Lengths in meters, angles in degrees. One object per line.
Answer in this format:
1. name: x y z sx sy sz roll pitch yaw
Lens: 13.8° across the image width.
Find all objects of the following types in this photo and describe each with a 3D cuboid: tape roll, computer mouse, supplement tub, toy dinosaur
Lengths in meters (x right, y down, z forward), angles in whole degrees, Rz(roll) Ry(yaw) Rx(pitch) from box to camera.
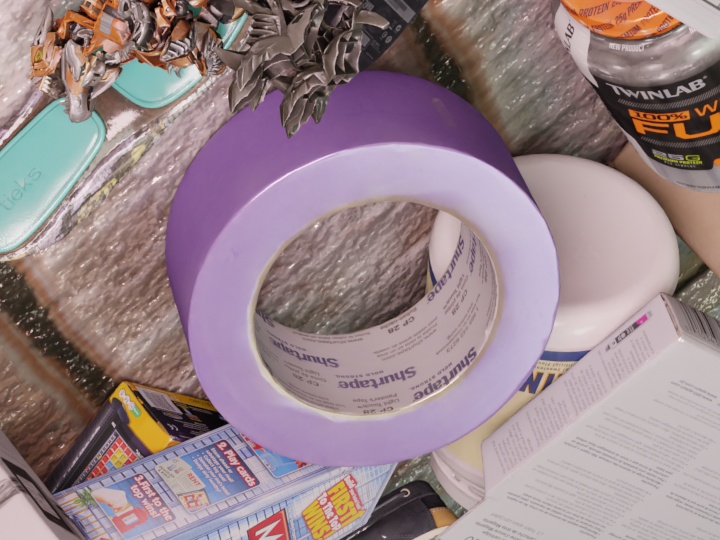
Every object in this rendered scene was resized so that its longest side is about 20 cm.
1. tape roll: 0.000 0.000 1.583 0.200 0.085 0.200 -6 121 -11
2. computer mouse: 0.036 -0.183 1.541 0.200 0.034 0.059 -49 146 -2
3. supplement tub: 0.180 -0.135 1.657 0.123 0.123 0.200 -43 147 1
4. supplement tub: 0.107 0.045 1.769 0.145 0.145 0.200 -26 144 -24
5. toy dinosaur: -0.065 -0.138 1.375 0.102 0.136 0.200 -16 151 -55

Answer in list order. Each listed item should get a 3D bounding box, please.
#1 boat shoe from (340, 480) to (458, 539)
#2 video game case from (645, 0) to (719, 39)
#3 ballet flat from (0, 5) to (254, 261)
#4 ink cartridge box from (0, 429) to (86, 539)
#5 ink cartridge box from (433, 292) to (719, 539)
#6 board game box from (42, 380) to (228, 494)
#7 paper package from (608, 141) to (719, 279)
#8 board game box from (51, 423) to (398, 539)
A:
1. boat shoe: -0.027 0.196 1.886 0.200 0.062 0.075 -28 153 6
2. video game case: 0.180 -0.226 1.467 0.182 0.023 0.200 23 109 -47
3. ballet flat: -0.121 -0.086 1.461 0.200 0.072 0.072 -45 148 5
4. ink cartridge box: -0.200 0.162 1.527 0.116 0.200 0.067 -43 149 2
5. ink cartridge box: 0.170 0.112 1.727 0.200 0.043 0.196 -40 137 26
6. board game box: -0.112 0.156 1.749 0.165 0.057 0.200 -53 146 14
7. paper package: 0.284 -0.069 1.781 0.200 0.191 0.103 -50 150 15
8. board game box: -0.065 0.154 1.689 0.200 0.062 0.200 -30 145 -16
